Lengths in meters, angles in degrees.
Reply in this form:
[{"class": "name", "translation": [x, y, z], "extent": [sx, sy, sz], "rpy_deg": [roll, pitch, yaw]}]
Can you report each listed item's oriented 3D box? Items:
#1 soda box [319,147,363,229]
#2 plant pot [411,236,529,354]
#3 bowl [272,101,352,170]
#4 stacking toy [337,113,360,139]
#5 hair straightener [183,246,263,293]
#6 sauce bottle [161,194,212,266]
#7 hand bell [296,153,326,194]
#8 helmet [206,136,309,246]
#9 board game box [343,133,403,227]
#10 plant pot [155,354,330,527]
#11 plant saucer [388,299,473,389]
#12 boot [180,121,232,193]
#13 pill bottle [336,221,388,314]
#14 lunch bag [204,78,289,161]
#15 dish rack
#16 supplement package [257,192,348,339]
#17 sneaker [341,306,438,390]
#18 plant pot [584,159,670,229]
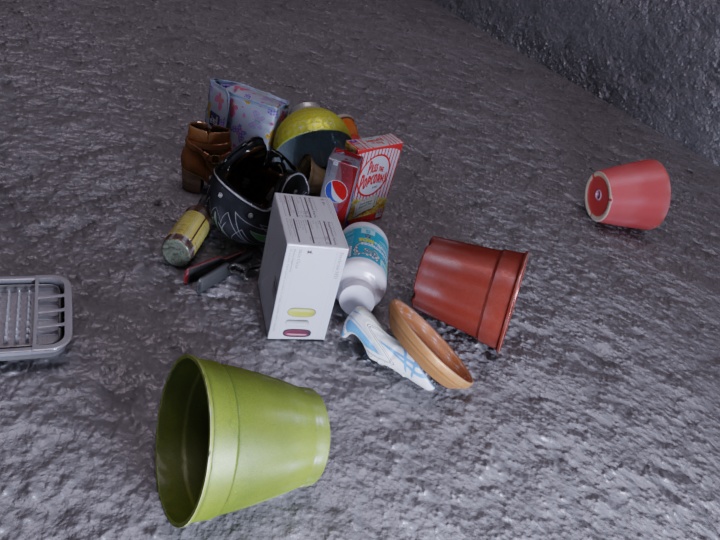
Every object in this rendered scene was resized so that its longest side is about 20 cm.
[{"class": "soda box", "translation": [-0.052, -0.150, 1.378], "extent": [0.068, 0.204, 0.064], "rpy_deg": [18, 33, 1]}, {"class": "plant pot", "translation": [0.210, 0.033, 1.274], "extent": [0.190, 0.206, 0.201], "rpy_deg": [17, 33, 16]}, {"class": "bowl", "translation": [-0.123, -0.334, 1.556], "extent": [0.195, 0.200, 0.111], "rpy_deg": [-5, 72, -30]}, {"class": "stacking toy", "translation": [-0.024, -0.286, 1.671], "extent": [0.144, 0.147, 0.201], "rpy_deg": [-21, 65, -43]}, {"class": "hair straightener", "translation": [-0.238, 0.002, 1.238], "extent": [0.076, 0.042, 0.198], "rpy_deg": [36, 33, 24]}, {"class": "sauce bottle", "translation": [-0.330, -0.085, 1.285], "extent": [0.063, 0.066, 0.202], "rpy_deg": [17, 33, -1]}, {"class": "hand bell", "translation": [-0.056, -0.202, 1.575], "extent": [0.195, 0.106, 0.105], "rpy_deg": [14, 31, -28]}, {"class": "helmet", "translation": [-0.214, -0.146, 1.305], "extent": [0.199, 0.201, 0.191], "rpy_deg": [38, 75, 28]}, {"class": "board game box", "translation": [0.009, -0.203, 1.482], "extent": [0.149, 0.204, 0.046], "rpy_deg": [-20, 47, -42]}, {"class": "plant pot", "translation": [-0.147, 0.220, 0.854], "extent": [0.188, 0.204, 0.202], "rpy_deg": [9, 33, -34]}, {"class": "plant saucer", "translation": [0.116, 0.134, 1.138], "extent": [0.200, 0.038, 0.200], "rpy_deg": [43, 9, -8]}, {"class": "boot", "translation": [-0.295, -0.238, 1.428], "extent": [0.194, 0.158, 0.075], "rpy_deg": [6, 34, -17]}, {"class": "pill bottle", "translation": [0.000, 0.000, 1.277], "extent": [0.107, 0.113, 0.202], "rpy_deg": [14, 35, -5]}, {"class": "lunch bag", "translation": [-0.290, -0.352, 1.576], "extent": [0.195, 0.174, 0.127], "rpy_deg": [22, 26, 8]}, {"class": "dish rack", "translation": [-0.541, 0.077, 0.978], "extent": [0.194, 0.044, 0.173], "rpy_deg": [0, 39, -26]}, {"class": "supplement package", "translation": [-0.107, -0.005, 1.152], "extent": [0.107, 0.204, 0.158], "rpy_deg": [2, 37, -20]}, {"class": "sneaker", "translation": [0.052, 0.148, 1.150], "extent": [0.198, 0.073, 0.072], "rpy_deg": [39, 8, 9]}, {"class": "plant pot", "translation": [0.760, -0.218, 1.876], "extent": [0.171, 0.205, 0.203], "rpy_deg": [-3, 37, -11]}]
